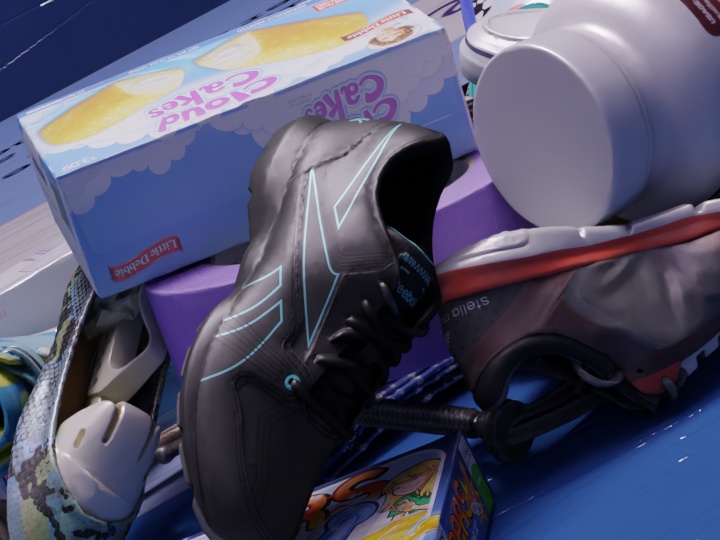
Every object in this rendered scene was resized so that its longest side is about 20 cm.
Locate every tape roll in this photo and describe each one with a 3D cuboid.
[{"bbox_3d":[0.000,0.000,1.048,0.199,0.066,0.200,-19,10,4],"label":"tape roll"}]

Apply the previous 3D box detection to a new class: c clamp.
[{"bbox_3d":[0.032,0.056,1.000,0.199,0.027,0.171,-1,24,41],"label":"c clamp"}]

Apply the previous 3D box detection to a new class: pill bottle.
[{"bbox_3d":[0.148,-0.091,0.993,0.199,0.114,0.113,-25,10,-36],"label":"pill bottle"}]

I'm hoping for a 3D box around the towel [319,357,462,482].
[{"bbox_3d":[0.020,0.048,1.121,0.199,0.024,0.144,-31,13,-26],"label":"towel"}]

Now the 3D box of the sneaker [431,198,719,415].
[{"bbox_3d":[0.126,0.021,0.936,0.198,0.083,0.077,-9,-14,-12],"label":"sneaker"}]

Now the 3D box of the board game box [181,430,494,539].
[{"bbox_3d":[-0.048,0.138,0.873,0.199,0.035,0.135,-23,14,15],"label":"board game box"}]

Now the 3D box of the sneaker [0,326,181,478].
[{"bbox_3d":[-0.155,0.066,1.144,0.198,0.080,0.130,-11,4,-18],"label":"sneaker"}]

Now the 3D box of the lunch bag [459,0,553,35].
[{"bbox_3d":[0.154,-0.139,1.322,0.169,0.124,0.201,-23,37,12],"label":"lunch bag"}]

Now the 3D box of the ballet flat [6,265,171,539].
[{"bbox_3d":[-0.123,0.064,1.068,0.074,0.074,0.201,-19,48,29],"label":"ballet flat"}]

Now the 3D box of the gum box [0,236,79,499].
[{"bbox_3d":[-0.144,0.034,1.264,0.199,0.114,0.066,-33,14,-22],"label":"gum box"}]

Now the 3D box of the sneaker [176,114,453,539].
[{"bbox_3d":[-0.016,0.021,0.878,0.079,0.075,0.201,-3,61,31],"label":"sneaker"}]

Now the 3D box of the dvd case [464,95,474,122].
[{"bbox_3d":[-0.032,-0.069,1.199,0.148,0.016,0.200,-23,15,-14],"label":"dvd case"}]

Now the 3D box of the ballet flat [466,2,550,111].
[{"bbox_3d":[0.093,-0.075,1.202,0.072,0.072,0.201,-22,27,19],"label":"ballet flat"}]

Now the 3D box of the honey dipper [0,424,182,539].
[{"bbox_3d":[-0.106,0.093,1.154,0.199,0.038,0.038,-30,14,-24],"label":"honey dipper"}]

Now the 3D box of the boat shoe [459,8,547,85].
[{"bbox_3d":[0.150,-0.129,1.147,0.198,0.067,0.074,2,32,10],"label":"boat shoe"}]

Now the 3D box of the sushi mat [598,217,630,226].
[{"bbox_3d":[0.158,-0.031,1.134,0.095,0.012,0.199,-25,11,-33],"label":"sushi mat"}]

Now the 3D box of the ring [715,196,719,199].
[{"bbox_3d":[0.213,-0.067,1.131,0.199,0.019,0.200,-19,11,4],"label":"ring"}]

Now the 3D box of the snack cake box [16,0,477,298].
[{"bbox_3d":[-0.057,-0.068,1.074,0.199,0.068,0.115,-22,23,-11],"label":"snack cake box"}]
